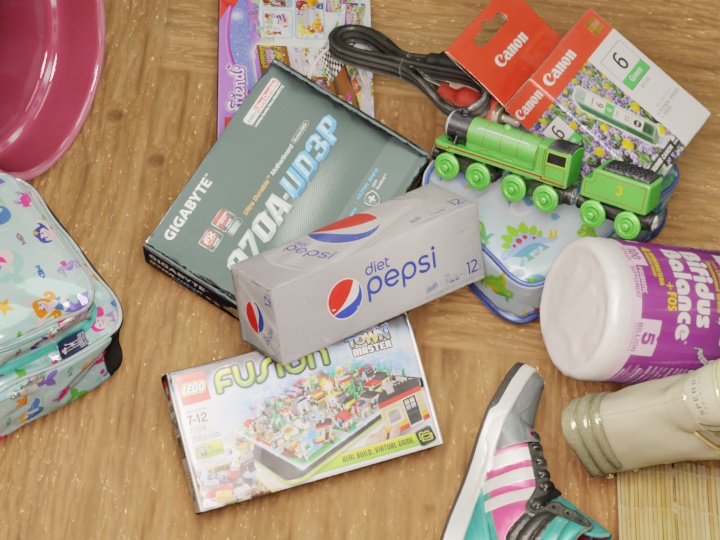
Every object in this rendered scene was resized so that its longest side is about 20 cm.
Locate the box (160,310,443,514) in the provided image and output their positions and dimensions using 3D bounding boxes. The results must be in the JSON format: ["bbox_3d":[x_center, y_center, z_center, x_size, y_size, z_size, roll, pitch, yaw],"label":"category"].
[{"bbox_3d":[-0.045,0.109,1.549,0.198,0.035,0.111,-15,85,-14],"label":"box"}]

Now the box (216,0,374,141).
[{"bbox_3d":[-0.058,-0.176,1.745,0.135,0.039,0.202,2,59,-5],"label":"box"}]

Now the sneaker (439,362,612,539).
[{"bbox_3d":[0.137,0.173,1.521,0.120,0.084,0.201,17,66,11],"label":"sneaker"}]

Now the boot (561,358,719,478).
[{"bbox_3d":[0.254,0.122,1.548,0.153,0.200,0.073,-17,67,24],"label":"boot"}]

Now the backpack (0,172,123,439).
[{"bbox_3d":[-0.297,0.038,1.532,0.199,0.151,0.178,-32,67,-17],"label":"backpack"}]

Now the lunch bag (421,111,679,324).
[{"bbox_3d":[0.154,-0.064,1.672,0.199,0.083,0.161,-36,68,-23],"label":"lunch bag"}]

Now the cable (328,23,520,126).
[{"bbox_3d":[0.054,-0.157,1.680,0.198,0.051,0.097,10,44,26],"label":"cable"}]

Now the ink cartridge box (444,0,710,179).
[{"bbox_3d":[0.177,-0.151,1.623,0.200,0.050,0.109,42,54,0],"label":"ink cartridge box"}]

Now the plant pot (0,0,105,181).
[{"bbox_3d":[-0.335,-0.188,1.648,0.178,0.201,0.201,14,56,22],"label":"plant pot"}]

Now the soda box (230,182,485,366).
[{"bbox_3d":[0.000,0.000,1.555,0.199,0.069,0.063,-23,30,-28],"label":"soda box"}]

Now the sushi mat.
[{"bbox_3d":[0.241,0.213,1.510,0.095,0.012,0.201,7,36,1],"label":"sushi mat"}]

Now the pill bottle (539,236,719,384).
[{"bbox_3d":[0.251,0.037,1.582,0.198,0.112,0.113,5,55,-27],"label":"pill bottle"}]

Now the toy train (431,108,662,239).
[{"bbox_3d":[0.146,-0.079,1.582,0.199,0.057,0.042,20,28,23],"label":"toy train"}]

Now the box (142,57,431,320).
[{"bbox_3d":[-0.059,-0.051,1.635,0.158,0.046,0.201,32,72,7],"label":"box"}]
